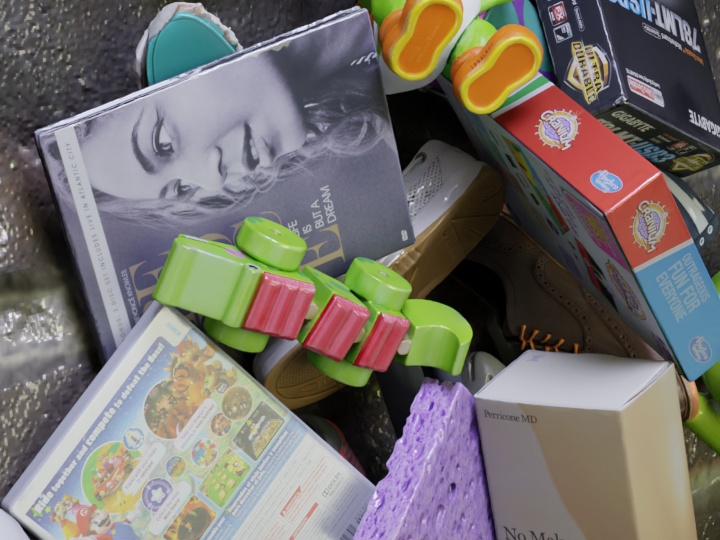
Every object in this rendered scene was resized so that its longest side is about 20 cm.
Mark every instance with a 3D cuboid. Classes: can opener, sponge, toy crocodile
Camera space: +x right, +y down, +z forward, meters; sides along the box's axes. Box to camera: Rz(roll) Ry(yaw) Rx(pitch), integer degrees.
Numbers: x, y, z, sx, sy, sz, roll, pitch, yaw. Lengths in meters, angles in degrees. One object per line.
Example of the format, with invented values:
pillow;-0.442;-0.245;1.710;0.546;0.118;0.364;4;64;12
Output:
can opener;0.043;0.111;1.350;0.053;0.066;0.201;-36;123;-33
sponge;0.072;0.163;1.318;0.200;0.030;0.112;51;54;-44
toy crocodile;-0.026;0.023;1.225;0.199;0.062;0.068;19;104;-36

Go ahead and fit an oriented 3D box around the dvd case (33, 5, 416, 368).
dvd case;-0.070;-0.044;1.219;0.199;0.016;0.150;-23;120;-18

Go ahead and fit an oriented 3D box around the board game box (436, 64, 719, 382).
board game box;0.130;-0.042;1.298;0.040;0.200;0.153;-37;132;-6

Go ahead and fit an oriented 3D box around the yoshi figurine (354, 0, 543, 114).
yoshi figurine;0.048;-0.178;1.290;0.111;0.200;0.113;-14;121;-5

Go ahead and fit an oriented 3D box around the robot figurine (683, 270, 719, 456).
robot figurine;0.297;0.050;1.575;0.175;0.200;0.116;-45;91;8

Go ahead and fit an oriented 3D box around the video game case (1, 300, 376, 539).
video game case;-0.084;0.133;1.228;0.200;0.018;0.144;43;75;-24

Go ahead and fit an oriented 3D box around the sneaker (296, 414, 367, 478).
sneaker;-0.003;0.174;1.337;0.098;0.070;0.202;-32;111;-50

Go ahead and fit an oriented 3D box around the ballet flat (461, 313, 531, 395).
ballet flat;0.100;0.067;1.458;0.201;0.072;0.072;-52;127;-33

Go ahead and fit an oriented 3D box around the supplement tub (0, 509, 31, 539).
supplement tub;-0.193;0.201;1.076;0.200;0.140;0.141;55;54;-34

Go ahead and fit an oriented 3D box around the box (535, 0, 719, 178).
box;0.172;-0.175;1.456;0.200;0.049;0.200;16;57;-58

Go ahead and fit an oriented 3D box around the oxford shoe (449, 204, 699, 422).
oxford shoe;0.132;0.038;1.409;0.073;0.200;0.072;-34;148;-24

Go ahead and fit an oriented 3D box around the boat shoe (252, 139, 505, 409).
boat shoe;0.000;0.000;1.339;0.200;0.069;0.071;-44;148;-16

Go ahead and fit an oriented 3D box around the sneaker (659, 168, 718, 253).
sneaker;0.208;0.023;1.561;0.108;0.070;0.201;-25;106;-42

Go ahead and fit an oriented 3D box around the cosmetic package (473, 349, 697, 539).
cosmetic package;0.139;0.154;1.298;0.071;0.105;0.201;-34;119;-49

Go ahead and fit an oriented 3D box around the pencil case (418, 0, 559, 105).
pencil case;0.100;-0.112;1.425;0.200;0.085;0.093;43;77;-41

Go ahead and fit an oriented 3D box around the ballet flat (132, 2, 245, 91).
ballet flat;-0.076;-0.071;1.256;0.072;0.071;0.201;-52;128;-32
